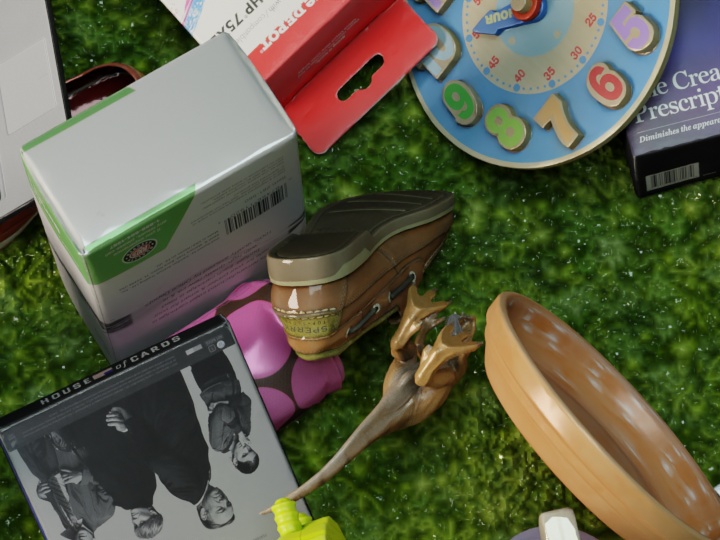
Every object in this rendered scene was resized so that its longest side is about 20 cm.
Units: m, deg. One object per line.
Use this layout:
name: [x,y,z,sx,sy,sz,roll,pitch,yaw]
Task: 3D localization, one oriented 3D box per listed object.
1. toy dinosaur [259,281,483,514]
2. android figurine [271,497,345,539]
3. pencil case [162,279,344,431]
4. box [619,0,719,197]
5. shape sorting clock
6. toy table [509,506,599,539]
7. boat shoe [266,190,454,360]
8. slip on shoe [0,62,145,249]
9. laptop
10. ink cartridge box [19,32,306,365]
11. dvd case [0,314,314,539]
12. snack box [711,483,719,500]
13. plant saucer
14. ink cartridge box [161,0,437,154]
toy dinosaur: [0.029,0.074,1.669,0.060,0.106,0.200,31,38,19]
android figurine: [-0.009,0.226,1.602,0.041,0.182,0.200,-20,73,5]
pencil case: [-0.113,0.083,1.703,0.200,0.091,0.094,-32,73,-13]
box: [0.253,-0.146,1.778,0.199,0.079,0.142,-15,69,3]
shape sorting clock: [0.109,-0.164,1.763,0.200,0.039,0.201,-7,78,37]
toy table: [0.129,0.237,1.634,0.183,0.117,0.200,-23,73,-8]
boat shoe: [0.000,0.000,1.706,0.072,0.200,0.068,1,105,29]
slip on shoe: [-0.214,-0.070,1.769,0.200,0.061,0.074,-32,76,-10]
laptop: [-0.294,-0.107,1.723,0.200,0.116,0.188,-29,53,20]
ink cartridge box: [-0.113,-0.035,1.686,0.146,0.200,0.084,-30,70,-11]
dvd case: [-0.109,0.146,1.655,0.150,0.025,0.200,-25,110,-9]
snack box: [0.315,0.108,1.728,0.200,0.024,0.072,-35,73,-11]
plant saucer: [0.139,0.097,1.652,0.037,0.200,0.200,-44,75,12]
ink cartridge box: [-0.059,-0.185,1.791,0.116,0.067,0.200,-44,75,7]
